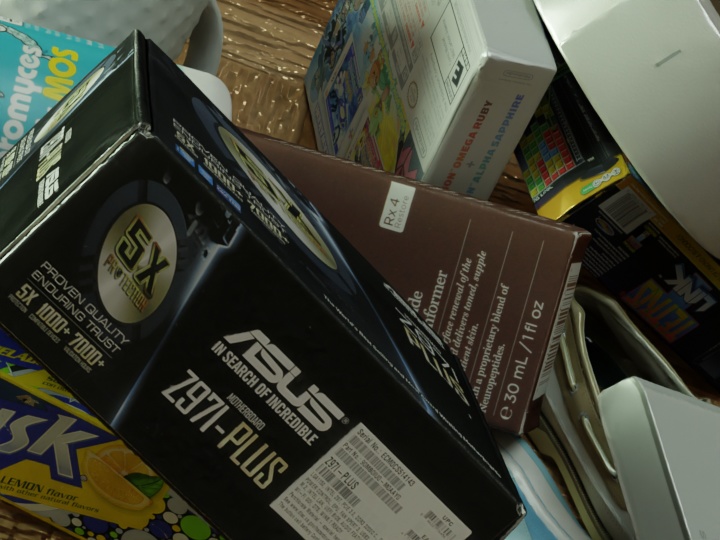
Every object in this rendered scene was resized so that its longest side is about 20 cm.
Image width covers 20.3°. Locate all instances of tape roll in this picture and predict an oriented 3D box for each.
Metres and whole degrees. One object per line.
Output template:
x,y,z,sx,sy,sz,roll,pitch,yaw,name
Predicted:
0.164,-0.107,1.031,0.203,0.071,0.203,49,19,-24,tape roll

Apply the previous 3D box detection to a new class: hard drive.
0.187,0.129,0.927,0.200,0.026,0.132,21,48,-49,hard drive

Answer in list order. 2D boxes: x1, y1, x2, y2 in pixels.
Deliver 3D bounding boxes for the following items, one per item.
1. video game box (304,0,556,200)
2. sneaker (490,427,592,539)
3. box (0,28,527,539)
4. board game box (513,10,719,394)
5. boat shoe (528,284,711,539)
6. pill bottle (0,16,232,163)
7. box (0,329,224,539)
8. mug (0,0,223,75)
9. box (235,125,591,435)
0.030,-0.103,1.065,0.047,0.182,0.200,11,42,-22,video game box
0.050,0.153,0.879,0.130,0.080,0.200,-5,39,-34,sneaker
-0.044,0.022,0.757,0.200,0.086,0.164,46,7,-17,box
0.146,-0.045,1.085,0.200,0.057,0.166,39,23,-42,board game box
0.144,0.093,0.997,0.075,0.069,0.200,-16,55,-39,boat shoe
-0.162,-0.054,0.862,0.199,0.111,0.111,14,41,-12,pill bottle
-0.124,0.067,0.885,0.199,0.070,0.064,26,35,1,box
-0.144,-0.124,1.013,0.147,0.176,0.200,26,-2,38,mug
0.000,0.000,0.954,0.199,0.101,0.075,16,4,12,box
